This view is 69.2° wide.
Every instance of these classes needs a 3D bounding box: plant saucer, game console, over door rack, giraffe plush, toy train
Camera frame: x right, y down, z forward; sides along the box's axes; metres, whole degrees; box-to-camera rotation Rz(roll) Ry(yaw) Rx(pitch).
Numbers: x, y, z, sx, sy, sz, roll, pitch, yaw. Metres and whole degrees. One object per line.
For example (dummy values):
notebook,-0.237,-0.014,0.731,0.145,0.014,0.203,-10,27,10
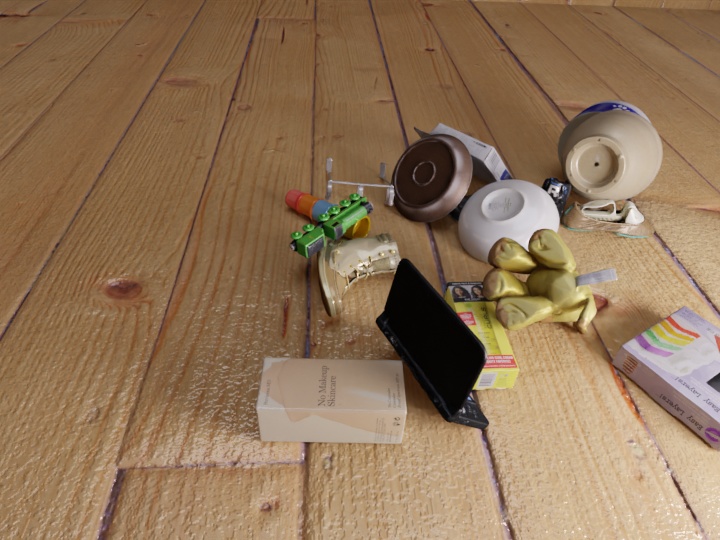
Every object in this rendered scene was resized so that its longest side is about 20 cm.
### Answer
plant saucer,0.142,-0.203,1.117,0.032,0.200,0.200,21,19,-50
game console,0.120,0.106,0.744,0.176,0.116,0.200,29,18,-46
over door rack,-0.005,-0.194,1.181,0.147,0.067,0.200,4,28,-6
giraffe plush,0.319,0.035,0.877,0.199,0.162,0.173,5,75,26
toy train,-0.050,-0.087,0.982,0.056,0.042,0.200,27,49,32

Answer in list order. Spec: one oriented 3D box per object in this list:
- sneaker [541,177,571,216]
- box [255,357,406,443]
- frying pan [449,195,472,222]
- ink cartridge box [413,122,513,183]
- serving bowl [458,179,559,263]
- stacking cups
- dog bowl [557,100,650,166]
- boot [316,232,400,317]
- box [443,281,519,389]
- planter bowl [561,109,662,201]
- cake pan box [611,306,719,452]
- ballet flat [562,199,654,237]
sneaker,0.386,-0.131,1.098,0.073,0.112,0.200,22,44,21
box,-0.040,0.182,0.734,0.199,0.078,0.095,1,41,-3
frying pan,0.255,-0.111,1.133,0.115,0.031,0.190,0,38,-3
ink cartridge box,0.243,-0.269,1.209,0.200,0.041,0.199,35,6,30
serving bowl,0.289,-0.111,1.043,0.199,0.066,0.201,-13,51,17
stacking cups,-0.075,-0.118,1.101,0.200,0.061,0.060,25,45,30
dog bowl,0.573,-0.288,1.226,0.200,0.201,0.079,33,51,30
boot,0.000,0.000,0.948,0.155,0.073,0.200,-5,35,-3
box,0.193,0.102,0.865,0.075,0.050,0.200,0,41,-5
planter bowl,0.519,-0.234,1.117,0.200,0.201,0.135,32,36,29
cake pan box,0.539,0.163,0.821,0.184,0.052,0.200,-22,47,-23
ballet flat,0.542,-0.117,1.124,0.199,0.072,0.068,8,41,4
